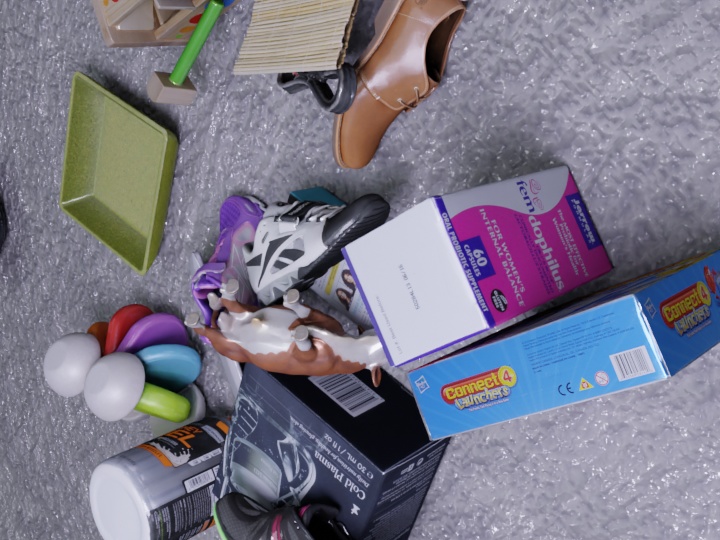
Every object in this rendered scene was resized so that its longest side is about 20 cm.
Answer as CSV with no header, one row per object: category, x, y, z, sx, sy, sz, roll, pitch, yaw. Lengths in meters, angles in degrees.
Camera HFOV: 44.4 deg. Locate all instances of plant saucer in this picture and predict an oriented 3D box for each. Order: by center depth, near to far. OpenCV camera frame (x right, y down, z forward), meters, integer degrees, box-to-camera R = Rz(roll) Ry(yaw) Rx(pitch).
plant saucer,-0.303,-0.128,1.128,0.199,0.048,0.201,34,122,30

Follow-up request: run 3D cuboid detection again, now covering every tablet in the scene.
tablet,-0.165,0.080,1.042,0.130,0.014,0.201,148,102,-76

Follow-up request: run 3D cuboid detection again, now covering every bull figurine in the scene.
bull figurine,-0.066,0.061,0.837,0.199,0.122,0.065,1,63,22

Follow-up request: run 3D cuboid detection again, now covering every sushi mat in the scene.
sushi mat,-0.061,-0.230,0.823,0.200,0.012,0.096,15,91,55

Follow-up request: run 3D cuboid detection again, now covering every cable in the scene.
cable,-0.055,-0.193,0.837,0.097,0.050,0.200,-59,28,28

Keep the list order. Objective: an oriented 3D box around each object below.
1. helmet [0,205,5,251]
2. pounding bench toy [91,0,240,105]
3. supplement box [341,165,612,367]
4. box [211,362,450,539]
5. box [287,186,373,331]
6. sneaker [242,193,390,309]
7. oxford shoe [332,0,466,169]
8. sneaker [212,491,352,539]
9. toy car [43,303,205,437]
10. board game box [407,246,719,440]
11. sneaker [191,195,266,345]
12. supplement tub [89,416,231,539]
helmet,-0.645,-0.072,1.351,0.199,0.191,0.200,26,151,16
pounding bench toy,-0.184,-0.291,0.926,0.156,0.124,0.201,-18,89,42
supplement box,0.099,-0.009,0.703,0.103,0.200,0.102,-28,84,41
box,-0.035,0.203,0.933,0.200,0.124,0.197,35,124,29
box,0.000,0.000,0.893,0.200,0.049,0.083,38,124,28
sneaker,-0.056,-0.036,0.848,0.200,0.074,0.089,-34,81,41
oxford shoe,0.032,-0.169,0.808,0.071,0.071,0.201,40,124,20
sneaker,-0.058,0.255,0.847,0.199,0.077,0.084,18,97,33
toy car,-0.282,0.120,1.124,0.199,0.175,0.151,17,76,38
board game box,0.170,0.052,0.658,0.200,0.195,0.056,-26,84,42
sneaker,-0.142,0.003,0.965,0.080,0.088,0.201,-35,53,46
supplement tub,-0.204,0.248,1.039,0.122,0.200,0.123,12,109,38
